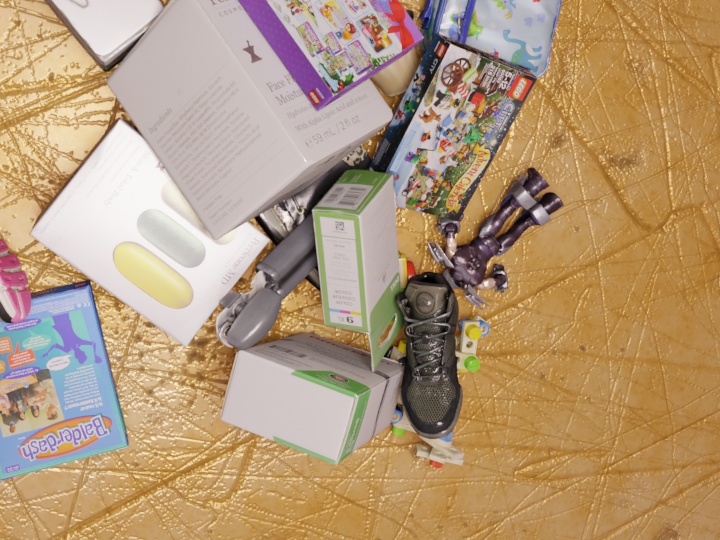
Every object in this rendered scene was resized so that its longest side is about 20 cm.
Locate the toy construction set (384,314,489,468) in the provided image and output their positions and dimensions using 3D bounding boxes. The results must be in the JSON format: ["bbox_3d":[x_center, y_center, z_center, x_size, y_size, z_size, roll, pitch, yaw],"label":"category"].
[{"bbox_3d":[0.091,0.149,1.190,0.130,0.092,0.201,9,92,-25],"label":"toy construction set"}]

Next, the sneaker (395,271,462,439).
[{"bbox_3d":[0.076,0.087,1.072,0.076,0.114,0.200,-3,59,16],"label":"sneaker"}]

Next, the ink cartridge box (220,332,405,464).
[{"bbox_3d":[-0.046,0.139,1.067,0.145,0.200,0.085,18,98,17],"label":"ink cartridge box"}]

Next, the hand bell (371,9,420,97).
[{"bbox_3d":[0.070,-0.204,1.134,0.104,0.104,0.200,-41,120,-5],"label":"hand bell"}]

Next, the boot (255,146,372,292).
[{"bbox_3d":[-0.034,-0.070,1.123,0.154,0.073,0.204,-42,109,-8],"label":"boot"}]

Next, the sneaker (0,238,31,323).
[{"bbox_3d":[-0.441,-0.014,1.011,0.087,0.074,0.200,-38,91,2],"label":"sneaker"}]

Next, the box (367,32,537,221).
[{"bbox_3d":[0.102,-0.162,1.090,0.136,0.038,0.201,11,118,-34],"label":"box"}]

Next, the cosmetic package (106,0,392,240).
[{"bbox_3d":[-0.111,-0.174,0.942,0.200,0.165,0.165,55,41,-3],"label":"cosmetic package"}]

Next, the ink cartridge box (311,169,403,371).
[{"bbox_3d":[0.000,0.000,1.048,0.059,0.104,0.201,7,122,21],"label":"ink cartridge box"}]

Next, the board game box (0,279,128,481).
[{"bbox_3d":[-0.366,0.126,1.078,0.151,0.045,0.201,-13,102,-13],"label":"board game box"}]

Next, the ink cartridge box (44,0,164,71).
[{"bbox_3d":[-0.278,-0.288,0.949,0.083,0.200,0.147,-40,107,-6],"label":"ink cartridge box"}]

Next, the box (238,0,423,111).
[{"bbox_3d":[-0.046,-0.268,0.882,0.137,0.039,0.200,-38,95,-33],"label":"box"}]

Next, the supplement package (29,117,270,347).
[{"bbox_3d":[-0.232,-0.047,1.029,0.200,0.151,0.152,39,87,-18],"label":"supplement package"}]

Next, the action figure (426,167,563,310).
[{"bbox_3d":[0.167,-0.038,1.188,0.200,0.069,0.130,-42,114,-1],"label":"action figure"}]

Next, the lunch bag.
[{"bbox_3d":[0.162,-0.332,1.127,0.160,0.082,0.201,14,95,-14],"label":"lunch bag"}]

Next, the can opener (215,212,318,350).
[{"bbox_3d":[-0.079,0.012,1.016,0.200,0.067,0.053,-46,143,-26],"label":"can opener"}]

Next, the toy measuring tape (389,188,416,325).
[{"bbox_3d":[0.032,-0.021,1.135,0.073,0.074,0.201,-14,124,-13],"label":"toy measuring tape"}]
